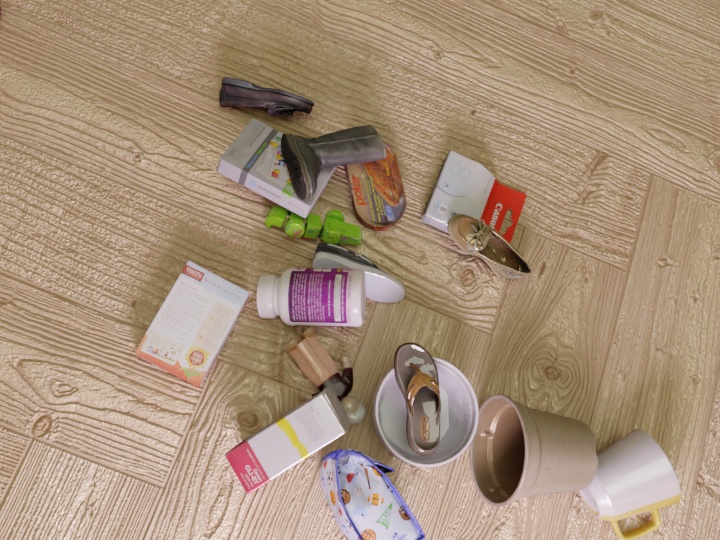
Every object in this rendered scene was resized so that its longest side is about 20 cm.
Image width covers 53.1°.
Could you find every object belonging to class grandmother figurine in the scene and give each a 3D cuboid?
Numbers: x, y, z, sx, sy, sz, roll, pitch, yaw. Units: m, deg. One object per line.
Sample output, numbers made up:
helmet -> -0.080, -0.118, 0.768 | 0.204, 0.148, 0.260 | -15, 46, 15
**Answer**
grandmother figurine -> -0.063, 0.210, 1.374 | 0.121, 0.061, 0.200 | -38, 81, -8

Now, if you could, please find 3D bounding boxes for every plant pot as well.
plant pot -> 0.333, 0.342, 1.352 | 0.182, 0.200, 0.202 | 9, 73, -19

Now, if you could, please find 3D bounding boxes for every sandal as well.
sandal -> 0.108, 0.227, 1.290 | 0.081, 0.055, 0.202 | -1, 75, -10

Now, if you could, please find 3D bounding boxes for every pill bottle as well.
pill bottle -> -0.092, 0.050, 1.373 | 0.198, 0.112, 0.113 | 1, 74, 5

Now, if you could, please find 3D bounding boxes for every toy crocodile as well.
toy crocodile -> -0.093, -0.087, 1.449 | 0.199, 0.062, 0.068 | 12, 48, -12

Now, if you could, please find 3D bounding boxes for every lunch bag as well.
lunch bag -> 0.007, 0.405, 1.273 | 0.123, 0.170, 0.201 | -32, 82, -19

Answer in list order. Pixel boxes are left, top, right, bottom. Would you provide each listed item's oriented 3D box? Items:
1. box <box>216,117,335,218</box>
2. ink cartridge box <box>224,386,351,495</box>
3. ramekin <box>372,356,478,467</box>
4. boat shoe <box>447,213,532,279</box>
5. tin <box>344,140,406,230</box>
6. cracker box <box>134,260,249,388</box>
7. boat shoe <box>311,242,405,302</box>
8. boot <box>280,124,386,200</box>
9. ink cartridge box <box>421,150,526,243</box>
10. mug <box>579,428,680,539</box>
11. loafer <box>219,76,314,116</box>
box -> -0.165, -0.208, 1.447 | 0.199, 0.041, 0.156 | 29, 47, -2
ink cartridge box -> -0.121, 0.295, 1.269 | 0.199, 0.145, 0.084 | -33, 84, 0
ramekin -> 0.114, 0.268, 1.364 | 0.199, 0.105, 0.202 | 2, 75, -10
boat shoe -> 0.268, -0.052, 1.476 | 0.199, 0.063, 0.074 | 31, 80, -16
tin -> 0.028, -0.181, 1.506 | 0.111, 0.042, 0.201 | -7, 76, -16
cracker box -> -0.313, 0.101, 1.358 | 0.133, 0.058, 0.201 | 28, 73, -2
boat shoe -> 0.000, 0.000, 1.439 | 0.199, 0.072, 0.068 | 21, 43, -9
boot -> -0.044, -0.218, 1.426 | 0.199, 0.073, 0.183 | -3, 55, -23
ink cartridge box -> 0.248, -0.141, 1.528 | 0.199, 0.047, 0.161 | 23, 73, -2
mug -> 0.510, 0.420, 1.377 | 0.152, 0.150, 0.188 | -22, 73, -7
loafer -> -0.198, -0.349, 1.504 | 0.199, 0.072, 0.063 | 15, 93, 0
